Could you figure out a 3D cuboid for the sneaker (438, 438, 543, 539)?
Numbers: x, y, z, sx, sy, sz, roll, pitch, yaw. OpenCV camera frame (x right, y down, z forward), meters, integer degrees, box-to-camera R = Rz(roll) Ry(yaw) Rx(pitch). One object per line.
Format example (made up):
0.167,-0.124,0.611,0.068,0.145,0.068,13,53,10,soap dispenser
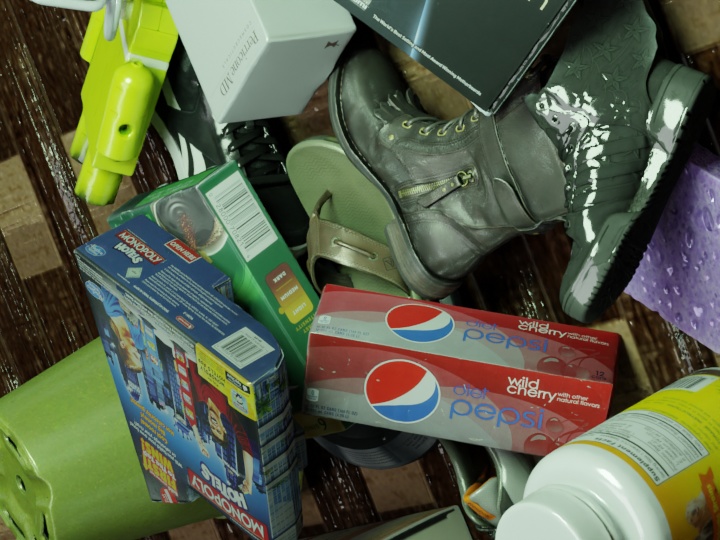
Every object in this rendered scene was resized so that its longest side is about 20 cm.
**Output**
0.112,0.172,1.744,0.074,0.079,0.200,-32,86,47,sneaker

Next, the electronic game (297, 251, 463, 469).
0.000,0.043,1.825,0.200,0.042,0.200,13,109,43,electronic game

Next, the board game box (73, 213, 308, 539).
-0.101,0.094,1.740,0.200,0.062,0.200,35,144,40,board game box

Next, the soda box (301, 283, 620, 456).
0.065,0.067,1.680,0.200,0.063,0.070,10,122,4,soda box

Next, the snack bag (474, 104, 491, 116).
0.059,-0.219,1.612,0.200,0.021,0.189,51,130,33,snack bag

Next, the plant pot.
-0.174,0.125,1.904,0.200,0.190,0.200,43,146,39,plant pot

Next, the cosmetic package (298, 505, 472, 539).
-0.010,0.239,1.887,0.200,0.103,0.087,-20,92,47,cosmetic package

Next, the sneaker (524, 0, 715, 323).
0.141,-0.076,1.555,0.104,0.060,0.200,27,91,20,sneaker

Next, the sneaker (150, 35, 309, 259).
-0.089,-0.107,1.806,0.200,0.073,0.112,53,139,31,sneaker

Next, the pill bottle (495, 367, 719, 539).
0.175,0.140,1.569,0.109,0.200,0.109,23,124,38,pill bottle

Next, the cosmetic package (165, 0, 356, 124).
-0.085,-0.210,1.732,0.101,0.071,0.200,-54,53,50,cosmetic package

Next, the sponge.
0.221,-0.009,1.580,0.200,0.030,0.112,35,130,31,sponge

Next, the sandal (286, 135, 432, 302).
0.001,0.000,1.742,0.080,0.057,0.201,-31,78,44,sandal

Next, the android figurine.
-0.168,-0.152,1.846,0.182,0.041,0.200,-105,31,-57,android figurine

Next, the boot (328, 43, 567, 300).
0.074,-0.091,1.663,0.174,0.069,0.200,-37,71,43,boot

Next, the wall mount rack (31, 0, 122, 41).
-0.186,-0.265,1.752,0.075,0.174,0.200,8,117,-4,wall mount rack

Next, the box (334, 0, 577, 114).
0.045,-0.213,1.530,0.200,0.044,0.160,37,124,1,box

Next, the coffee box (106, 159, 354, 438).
-0.081,0.028,1.778,0.123,0.044,0.200,-15,109,52,coffee box
